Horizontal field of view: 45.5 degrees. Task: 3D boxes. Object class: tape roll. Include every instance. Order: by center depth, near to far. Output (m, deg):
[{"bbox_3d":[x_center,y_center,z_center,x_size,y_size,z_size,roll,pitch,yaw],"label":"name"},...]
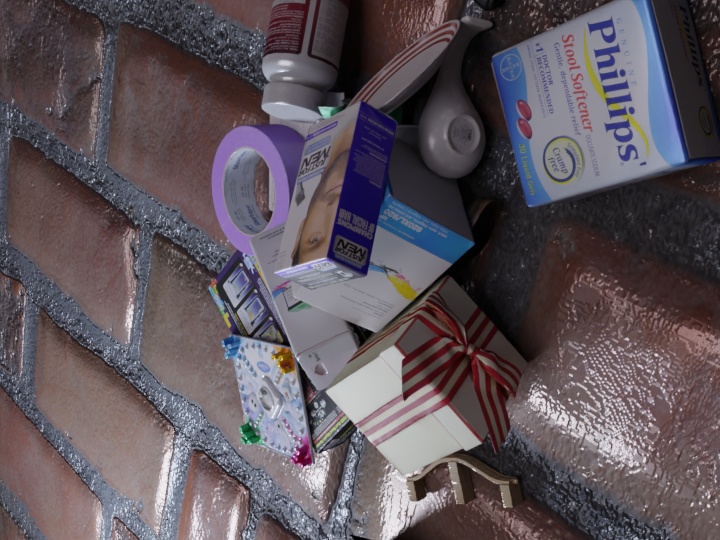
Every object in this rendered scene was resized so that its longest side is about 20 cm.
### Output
[{"bbox_3d":[-0.150,-0.126,1.338,0.200,0.065,0.201,12,106,46],"label":"tape roll"}]

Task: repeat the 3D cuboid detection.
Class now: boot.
[{"bbox_3d":[0.105,-0.039,1.154,0.097,0.075,0.200,46,129,25],"label":"boot"}]

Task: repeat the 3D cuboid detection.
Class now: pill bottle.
[{"bbox_3d":[-0.080,-0.319,1.218,0.109,0.109,0.201,5,84,44],"label":"pill bottle"}]

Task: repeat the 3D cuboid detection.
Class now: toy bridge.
[{"bbox_3d":[0.143,0.297,1.219,0.200,0.027,0.068,-13,88,45],"label":"toy bridge"}]

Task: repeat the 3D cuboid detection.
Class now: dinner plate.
[{"bbox_3d":[0.052,-0.244,1.092,0.024,0.201,0.200,45,139,-19],"label":"dinner plate"}]

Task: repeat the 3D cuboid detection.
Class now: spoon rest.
[{"bbox_3d":[0.124,-0.218,1.097,0.061,0.099,0.201,13,94,64],"label":"spoon rest"}]

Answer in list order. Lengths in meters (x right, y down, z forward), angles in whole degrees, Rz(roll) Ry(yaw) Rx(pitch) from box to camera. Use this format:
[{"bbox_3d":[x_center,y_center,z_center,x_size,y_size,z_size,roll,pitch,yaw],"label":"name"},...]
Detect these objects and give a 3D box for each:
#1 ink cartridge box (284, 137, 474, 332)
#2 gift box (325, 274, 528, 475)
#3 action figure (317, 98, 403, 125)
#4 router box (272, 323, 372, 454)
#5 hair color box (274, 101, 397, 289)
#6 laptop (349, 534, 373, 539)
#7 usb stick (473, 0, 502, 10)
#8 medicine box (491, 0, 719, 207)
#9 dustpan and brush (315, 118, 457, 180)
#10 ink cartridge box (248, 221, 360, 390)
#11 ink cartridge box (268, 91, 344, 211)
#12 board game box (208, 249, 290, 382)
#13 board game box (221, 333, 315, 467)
[{"bbox_3d":[0.018,-0.049,1.110,0.200,0.144,0.148,-45,36,30],"label":"ink cartridge box"},{"bbox_3d":[0.091,0.146,1.097,0.185,0.200,0.187,44,134,-8],"label":"gift box"},{"bbox_3d":[0.011,-0.145,1.225,0.117,0.055,0.201,-2,115,9],"label":"action figure"},{"bbox_3d":[-0.039,0.172,1.351,0.150,0.062,0.200,58,132,21],"label":"router box"},{"bbox_3d":[-0.029,-0.086,1.007,0.109,0.065,0.201,-15,59,50],"label":"hair color box"},{"bbox_3d":[0.056,0.510,1.289,0.187,0.116,0.201,38,123,34],"label":"laptop"},{"bbox_3d":[0.115,-0.403,1.095,0.200,0.033,0.056,49,130,27],"label":"usb stick"},{"bbox_3d":[0.268,-0.182,0.940,0.200,0.103,0.183,-15,88,46],"label":"medicine box"},{"bbox_3d":[0.031,-0.156,1.168,0.057,0.199,0.140,-90,24,-51],"label":"dustpan and brush"},{"bbox_3d":[-0.073,0.049,1.224,0.145,0.084,0.201,68,177,-62],"label":"ink cartridge box"},{"bbox_3d":[-0.072,-0.180,1.322,0.176,0.045,0.201,16,110,43],"label":"ink cartridge box"},{"bbox_3d":[-0.162,0.062,1.456,0.165,0.057,0.201,-44,68,39],"label":"board game box"},{"bbox_3d":[-0.157,0.214,1.423,0.200,0.026,0.201,5,108,51],"label":"board game box"}]
